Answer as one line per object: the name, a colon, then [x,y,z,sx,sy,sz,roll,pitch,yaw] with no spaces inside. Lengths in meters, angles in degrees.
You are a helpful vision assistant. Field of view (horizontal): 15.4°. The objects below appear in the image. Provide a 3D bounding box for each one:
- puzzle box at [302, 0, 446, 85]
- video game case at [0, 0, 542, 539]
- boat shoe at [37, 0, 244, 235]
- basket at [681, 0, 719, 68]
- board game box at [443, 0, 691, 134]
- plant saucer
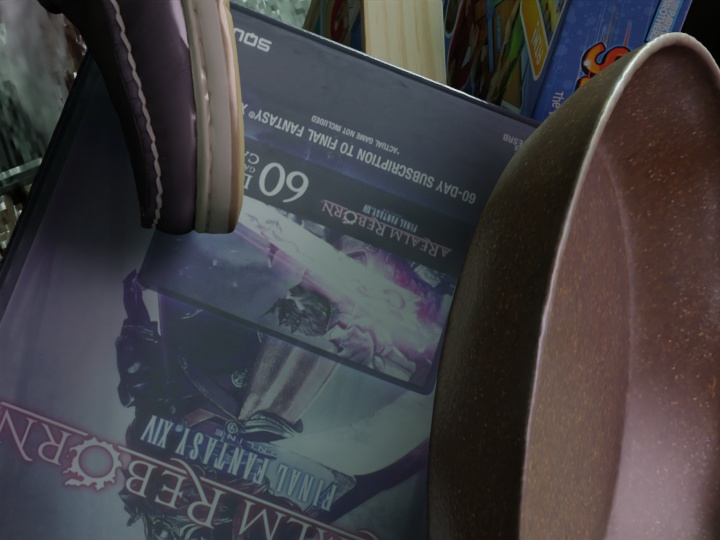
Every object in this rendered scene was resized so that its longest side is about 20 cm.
puzzle box: [0.000,0.000,0.788,0.133,0.025,0.201,113,-22,-61]
video game case: [-0.027,0.027,0.681,0.142,0.019,0.201,21,60,-5]
boat shoe: [-0.076,-0.101,0.672,0.072,0.065,0.201,146,-70,-78]
basket: [0.144,0.022,0.974,0.181,0.135,0.200,-103,-177,-47]
board game box: [0.055,-0.079,0.831,0.200,0.034,0.136,-93,-163,-56]
plant saucer: [0.058,0.039,0.673,0.200,0.037,0.201,6,90,-69]
